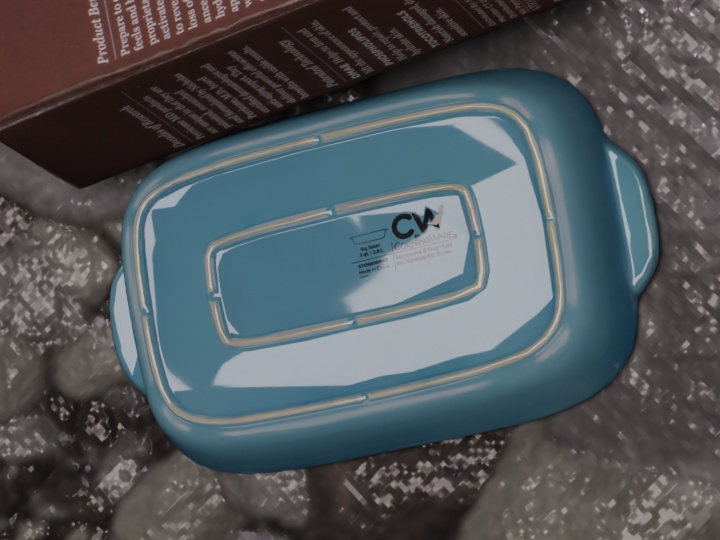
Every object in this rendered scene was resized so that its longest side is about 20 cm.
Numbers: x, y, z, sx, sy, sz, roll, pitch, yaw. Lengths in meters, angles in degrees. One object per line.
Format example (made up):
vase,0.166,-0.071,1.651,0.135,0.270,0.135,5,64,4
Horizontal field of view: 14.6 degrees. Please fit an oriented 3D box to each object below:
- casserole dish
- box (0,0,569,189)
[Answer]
casserole dish,0.000,0.000,0.947,0.200,0.039,0.121,-13,82,17
box,-0.033,-0.111,0.941,0.200,0.075,0.100,-19,67,16
